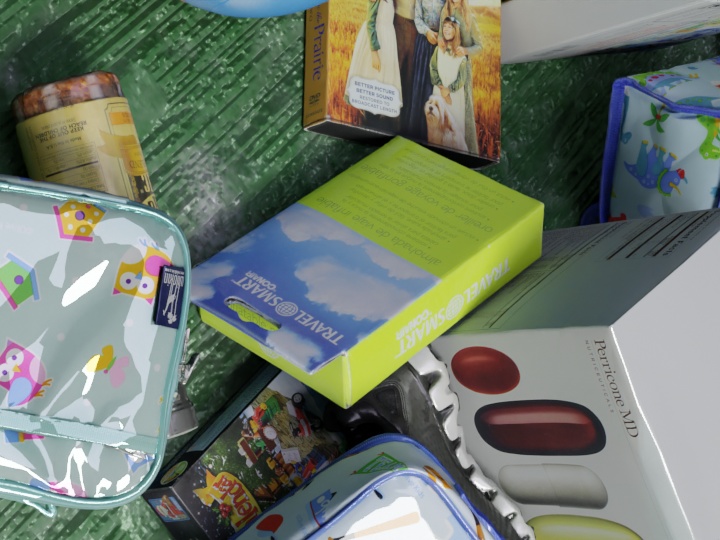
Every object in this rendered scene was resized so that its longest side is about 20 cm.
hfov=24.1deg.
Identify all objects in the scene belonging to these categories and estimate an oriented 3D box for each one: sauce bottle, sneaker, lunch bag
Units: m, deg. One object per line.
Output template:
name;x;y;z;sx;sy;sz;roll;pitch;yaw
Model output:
sauce bottle;-0.134;-0.005;0.917;0.066;0.066;0.201;-18;93;-39
sneaker;0.038;0.139;0.970;0.090;0.066;0.201;-30;95;-36
lunch bag;-0.180;0.035;0.826;0.199;0.077;0.161;10;84;-17
lunch bag;0.026;0.197;0.907;0.160;0.076;0.200;-37;107;-1
lunch bag;0.251;-0.044;1.186;0.169;0.127;0.201;-17;120;-38

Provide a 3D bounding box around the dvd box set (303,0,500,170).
dvd box set;0.031;-0.176;1.100;0.146;0.029;0.201;11;74;-36

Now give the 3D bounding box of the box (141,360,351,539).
box;-0.019;0.158;0.985;0.137;0.038;0.200;-46;109;-35

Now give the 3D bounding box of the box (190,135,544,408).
box;0.000;0.000;0.978;0.200;0.122;0.048;-35;138;-35

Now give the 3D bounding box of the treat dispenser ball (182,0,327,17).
treat dispenser ball;-0.059;-0.243;0.938;0.200;0.200;0.202;9;75;-36

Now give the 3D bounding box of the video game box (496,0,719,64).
video game box;0.214;-0.183;1.134;0.182;0.200;0.047;-8;89;-39

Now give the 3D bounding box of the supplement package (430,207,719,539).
supplement package;0.147;0.085;1.014;0.147;0.199;0.192;-35;108;-37
